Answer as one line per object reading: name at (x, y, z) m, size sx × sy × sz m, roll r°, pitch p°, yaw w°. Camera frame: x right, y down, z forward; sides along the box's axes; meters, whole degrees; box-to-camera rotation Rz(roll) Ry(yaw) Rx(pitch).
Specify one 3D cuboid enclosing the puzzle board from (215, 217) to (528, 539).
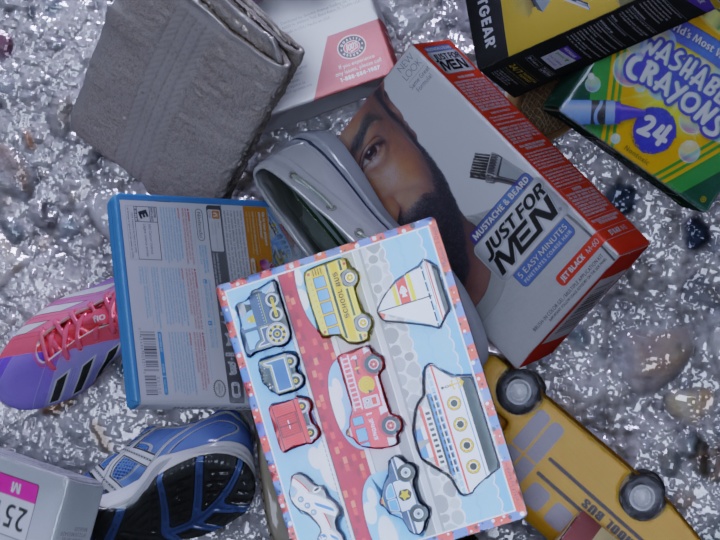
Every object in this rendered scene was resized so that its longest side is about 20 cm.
puzzle board at (0.005, 0.082, 1.277) m, size 0.150 × 0.017 × 0.201 m, roll -18°, pitch 83°, yaw 6°

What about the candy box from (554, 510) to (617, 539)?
candy box at (0.089, 0.257, 1.292) m, size 0.055 × 0.115 × 0.200 m, roll 40°, pitch 114°, yaw 8°

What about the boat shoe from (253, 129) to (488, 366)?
boat shoe at (0.000, 0.000, 1.330) m, size 0.067 × 0.074 × 0.200 m, roll -30°, pitch 74°, yaw -39°

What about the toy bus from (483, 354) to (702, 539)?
toy bus at (0.145, 0.144, 1.350) m, size 0.200 × 0.065 × 0.078 m, roll 40°, pitch 94°, yaw 8°

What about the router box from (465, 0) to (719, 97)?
router box at (0.140, -0.235, 1.325) m, size 0.157 × 0.052 × 0.201 m, roll -23°, pitch 61°, yaw 26°

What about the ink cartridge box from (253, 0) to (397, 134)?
ink cartridge box at (-0.056, -0.209, 1.400) m, size 0.116 × 0.067 × 0.201 m, roll -18°, pitch 85°, yaw 6°

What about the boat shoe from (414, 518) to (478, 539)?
boat shoe at (0.035, 0.181, 1.309) m, size 0.072 × 0.072 × 0.201 m, roll -35°, pitch 41°, yaw 40°

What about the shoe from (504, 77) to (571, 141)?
shoe at (0.153, -0.181, 1.382) m, size 0.070 × 0.053 × 0.201 m, roll 25°, pitch 94°, yaw -26°

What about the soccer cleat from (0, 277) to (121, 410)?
soccer cleat at (-0.174, 0.034, 1.394) m, size 0.199 × 0.076 × 0.067 m, roll -27°, pitch 83°, yaw 5°

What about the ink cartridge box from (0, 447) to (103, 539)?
ink cartridge box at (-0.282, 0.203, 1.379) m, size 0.199 × 0.044 × 0.174 m, roll 13°, pitch 87°, yaw 33°

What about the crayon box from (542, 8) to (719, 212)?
crayon box at (0.230, -0.157, 1.346) m, size 0.125 × 0.052 × 0.200 m, roll 33°, pitch 91°, yaw -12°

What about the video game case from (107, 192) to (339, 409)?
video game case at (-0.067, 0.022, 1.334) m, size 0.199 × 0.018 × 0.144 m, roll 2°, pitch 69°, yaw -28°

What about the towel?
towel at (-0.122, -0.120, 1.359) m, size 0.132 × 0.034 × 0.200 m, roll 41°, pitch 137°, yaw 10°

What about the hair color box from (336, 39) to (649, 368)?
hair color box at (0.081, -0.046, 1.346) m, size 0.200 × 0.064 × 0.111 m, roll 47°, pitch 116°, yaw 15°

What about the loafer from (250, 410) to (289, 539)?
loafer at (-0.042, 0.093, 1.376) m, size 0.068 × 0.076 × 0.201 m, roll -8°, pitch 82°, yaw -3°

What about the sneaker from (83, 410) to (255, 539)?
sneaker at (-0.153, 0.159, 1.393) m, size 0.199 × 0.077 × 0.076 m, roll -23°, pitch 120°, yaw 20°
